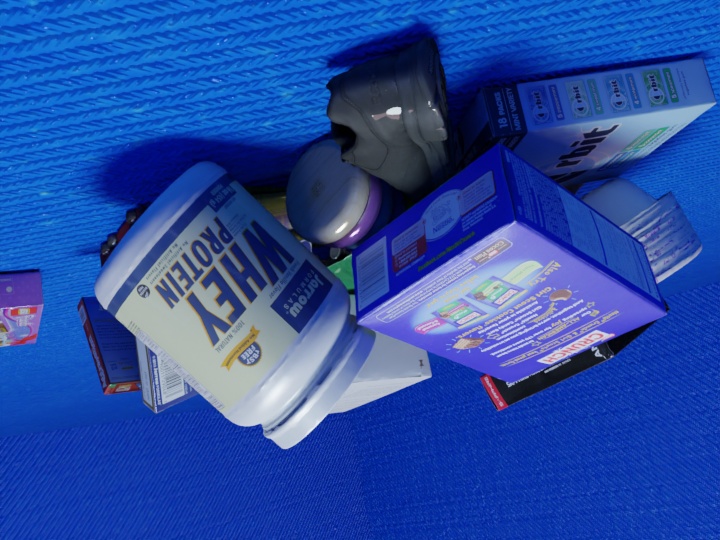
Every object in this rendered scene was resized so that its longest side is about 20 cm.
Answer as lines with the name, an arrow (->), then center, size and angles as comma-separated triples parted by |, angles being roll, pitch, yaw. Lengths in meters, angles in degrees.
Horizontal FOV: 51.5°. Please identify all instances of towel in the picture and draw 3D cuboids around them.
towel -> -0.059, -0.054, 0.774 | 0.139, 0.023, 0.200 | -10, 167, -7

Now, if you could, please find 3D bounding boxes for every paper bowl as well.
paper bowl -> 0.233, -0.017, 0.764 | 0.197, 0.106, 0.201 | -30, 176, -2

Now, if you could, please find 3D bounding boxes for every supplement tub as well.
supplement tub -> -0.097, 0.030, 0.606 | 0.145, 0.199, 0.145 | -46, -172, 8

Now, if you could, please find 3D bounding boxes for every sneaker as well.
sneaker -> 0.026, -0.102, 0.562 | 0.088, 0.078, 0.200 | -7, 159, 10

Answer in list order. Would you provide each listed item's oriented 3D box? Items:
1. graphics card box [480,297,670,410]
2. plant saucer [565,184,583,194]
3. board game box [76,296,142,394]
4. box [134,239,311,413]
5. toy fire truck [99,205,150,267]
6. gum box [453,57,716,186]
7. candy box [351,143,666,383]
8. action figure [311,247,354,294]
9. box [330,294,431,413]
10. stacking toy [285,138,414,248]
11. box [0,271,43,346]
graphics card box -> 0.236, 0.085, 0.844 | 0.124, 0.052, 0.200 | -26, 170, -35
plant saucer -> 0.162, -0.081, 0.847 | 0.194, 0.033, 0.201 | -12, 167, -3
board game box -> -0.186, 0.071, 0.782 | 0.197, 0.104, 0.020 | 1, 141, -44
box -> -0.129, 0.045, 0.740 | 0.197, 0.125, 0.032 | -20, -152, -40
toy fire truck -> -0.192, -0.011, 0.773 | 0.138, 0.050, 0.199 | -4, 164, -36
gum box -> 0.178, -0.118, 0.666 | 0.194, 0.046, 0.170 | -11, 169, -10
candy box -> 0.118, 0.009, 0.606 | 0.197, 0.079, 0.168 | 25, 138, -34
action figure -> 0.000, 0.000, 0.881 | 0.115, 0.056, 0.199 | -18, 161, 20
box -> -0.033, 0.113, 0.953 | 0.149, 0.109, 0.199 | 2, 158, -39
stacking toy -> 0.023, -0.045, 0.677 | 0.084, 0.088, 0.198 | -19, 157, 31
box -> -0.433, 0.052, 0.837 | 0.133, 0.040, 0.199 | -5, 165, -28
